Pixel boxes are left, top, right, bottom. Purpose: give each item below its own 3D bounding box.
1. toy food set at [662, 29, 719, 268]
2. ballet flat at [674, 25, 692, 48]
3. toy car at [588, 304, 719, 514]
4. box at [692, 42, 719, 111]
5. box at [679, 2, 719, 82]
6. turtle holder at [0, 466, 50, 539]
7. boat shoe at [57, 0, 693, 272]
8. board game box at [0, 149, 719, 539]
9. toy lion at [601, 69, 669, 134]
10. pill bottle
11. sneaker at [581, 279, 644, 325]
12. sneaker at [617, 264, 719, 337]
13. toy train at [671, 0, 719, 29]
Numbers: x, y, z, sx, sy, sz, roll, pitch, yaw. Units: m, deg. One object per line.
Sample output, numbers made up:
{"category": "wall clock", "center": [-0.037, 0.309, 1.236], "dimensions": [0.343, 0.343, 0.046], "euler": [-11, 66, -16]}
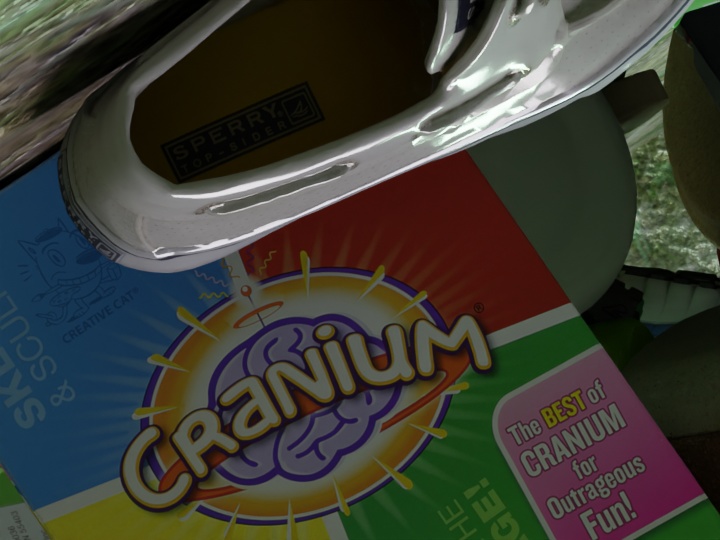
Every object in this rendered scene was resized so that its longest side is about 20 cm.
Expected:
{"category": "toy food set", "center": [0.193, -0.091, 1.208], "dimensions": [0.200, 0.049, 0.199], "euler": [1, -105, 60]}
{"category": "ballet flat", "center": [0.182, -0.076, 1.099], "dimensions": [0.076, 0.200, 0.064], "euler": [-31, 131, -30]}
{"category": "toy car", "center": [0.151, 0.108, 0.945], "dimensions": [0.164, 0.201, 0.158], "euler": [-13, -176, 22]}
{"category": "box", "center": [0.227, -0.067, 0.978], "dimensions": [0.199, 0.041, 0.156], "euler": [-9, -149, -5]}
{"category": "box", "center": [0.210, -0.151, 0.872], "dimensions": [0.198, 0.123, 0.200], "euler": [-34, 178, -36]}
{"category": "turtle holder", "center": [-0.113, 0.085, 0.913], "dimensions": [0.186, 0.141, 0.132], "euler": [-46, -174, 34]}
{"category": "boat shoe", "center": [0.018, -0.066, 0.711], "dimensions": [0.200, 0.071, 0.070], "euler": [-27, 177, -18]}
{"category": "board game box", "center": [-0.012, 0.044, 0.779], "dimensions": [0.153, 0.200, 0.040], "euler": [-35, 176, -10]}
{"category": "toy lion", "center": [0.013, -0.038, 1.164], "dimensions": [0.191, 0.069, 0.200], "euler": [-27, 175, -9]}
{"category": "pill bottle", "center": [0.000, 0.000, 1.016], "dimensions": [0.114, 0.115, 0.200], "euler": [-32, 176, -35]}
{"category": "sneaker", "center": [0.041, 0.054, 1.116], "dimensions": [0.078, 0.086, 0.200], "euler": [16, 149, -27]}
{"category": "sneaker", "center": [0.081, 0.038, 1.196], "dimensions": [0.199, 0.090, 0.079], "euler": [9, -176, 14]}
{"category": "toy train", "center": [0.084, -0.086, 0.803], "dimensions": [0.199, 0.042, 0.056], "euler": [-17, -157, 33]}
